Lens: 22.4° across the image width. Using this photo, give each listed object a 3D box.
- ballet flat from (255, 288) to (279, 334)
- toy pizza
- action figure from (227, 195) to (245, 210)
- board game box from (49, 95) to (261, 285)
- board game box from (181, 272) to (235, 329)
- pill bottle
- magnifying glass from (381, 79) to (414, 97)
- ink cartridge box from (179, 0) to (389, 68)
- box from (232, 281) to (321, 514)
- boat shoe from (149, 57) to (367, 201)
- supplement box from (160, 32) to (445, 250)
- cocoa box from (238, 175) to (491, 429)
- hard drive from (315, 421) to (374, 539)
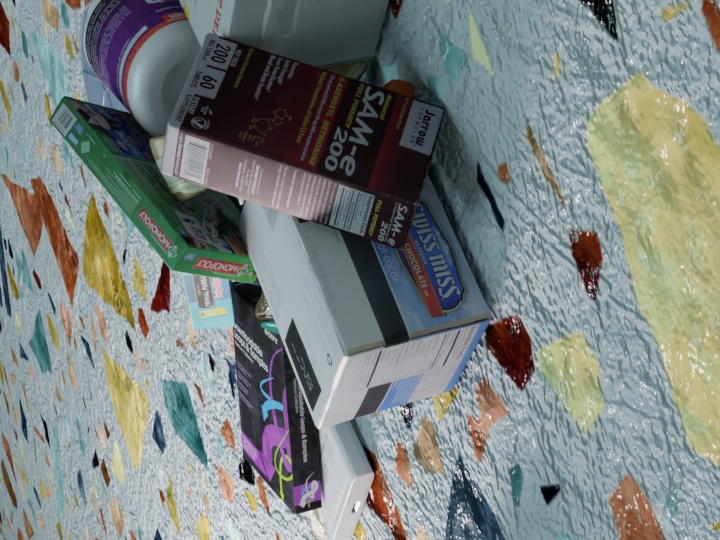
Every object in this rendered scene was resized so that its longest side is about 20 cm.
[{"bbox_3d":[-0.035,0.038,1.622,0.200,0.070,0.066,42,-125,-69],"label":"ballet flat"},{"bbox_3d":[-0.302,-0.236,2.237,0.200,0.031,0.202,168,90,-68],"label":"toy pizza"},{"bbox_3d":[-0.089,-0.043,1.755,0.118,0.055,0.200,44,174,-7],"label":"action figure"},{"bbox_3d":[-0.167,-0.068,1.574,0.029,0.134,0.200,-51,60,17],"label":"board game box"},{"bbox_3d":[-0.153,-0.052,1.753,0.200,0.046,0.152,90,174,-65],"label":"board game box"},{"bbox_3d":[-0.182,-0.196,1.639,0.200,0.111,0.114,-135,38,-54],"label":"pill bottle"},{"bbox_3d":[-0.014,-0.117,1.542,0.200,0.079,0.023,-33,54,56],"label":"magnifying glass"},{"bbox_3d":[-0.076,-0.280,1.487,0.147,0.145,0.201,108,143,-52],"label":"ink cartridge box"},{"bbox_3d":[-0.087,0.124,1.827,0.143,0.036,0.202,-142,46,-58],"label":"box"},{"bbox_3d":[-0.086,-0.136,1.522,0.067,0.199,0.074,57,170,-11],"label":"boat shoe"},{"bbox_3d":[-0.044,-0.101,1.407,0.061,0.198,0.109,107,180,-51],"label":"supplement box"},{"bbox_3d":[0.000,0.000,1.477,0.134,0.130,0.201,112,140,-58],"label":"cocoa box"},{"bbox_3d":[-0.045,0.154,1.823,0.132,0.026,0.201,107,144,-52],"label":"hard drive"}]
